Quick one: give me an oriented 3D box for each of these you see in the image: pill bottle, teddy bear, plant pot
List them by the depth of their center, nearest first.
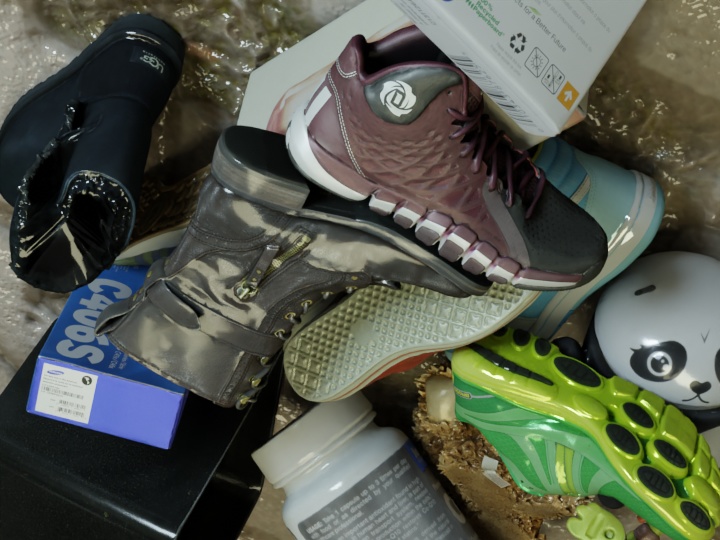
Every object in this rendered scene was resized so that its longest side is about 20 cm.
[{"bbox_3d":[0.103,0.134,1.236,0.145,0.067,0.200,-1,139,35],"label":"teddy bear"},{"bbox_3d":[0.013,0.189,1.237,0.114,0.114,0.200,-37,88,38],"label":"pill bottle"},{"bbox_3d":[-0.182,0.151,1.244,0.177,0.200,0.200,20,137,8],"label":"plant pot"}]

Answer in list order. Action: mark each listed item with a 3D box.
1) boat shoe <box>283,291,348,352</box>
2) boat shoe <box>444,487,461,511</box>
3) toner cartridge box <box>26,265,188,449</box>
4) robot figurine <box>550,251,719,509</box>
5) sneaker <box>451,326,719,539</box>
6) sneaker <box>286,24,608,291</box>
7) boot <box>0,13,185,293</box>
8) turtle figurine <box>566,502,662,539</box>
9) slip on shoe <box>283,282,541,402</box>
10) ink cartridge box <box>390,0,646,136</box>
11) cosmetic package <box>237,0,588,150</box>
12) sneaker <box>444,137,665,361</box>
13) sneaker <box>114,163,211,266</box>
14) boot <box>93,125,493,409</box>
[{"bbox_3d":[0.000,0.000,1.134,0.072,0.065,0.200,5,149,-22],"label":"boat shoe"},{"bbox_3d":[0.051,0.215,1.343,0.199,0.072,0.072,22,149,-10],"label":"boat shoe"},{"bbox_3d":[-0.152,0.042,1.111,0.095,0.200,0.043,16,113,-4],"label":"toner cartridge box"},{"bbox_3d":[0.205,0.080,1.122,0.125,0.150,0.200,40,144,26],"label":"robot figurine"},{"bbox_3d":[0.143,0.110,1.053,0.200,0.074,0.084,34,137,25],"label":"sneaker"},{"bbox_3d":[0.066,-0.068,0.917,0.199,0.076,0.116,23,131,-10],"label":"sneaker"},{"bbox_3d":[-0.191,-0.052,1.046,0.076,0.168,0.200,34,133,-22],"label":"boot"},{"bbox_3d":[0.170,0.232,1.246,0.200,0.064,0.161,-37,157,6],"label":"turtle figurine"},{"bbox_3d":[0.039,0.025,1.063,0.200,0.061,0.074,-31,79,31],"label":"slip on shoe"},{"bbox_3d":[0.084,-0.207,0.845,0.198,0.200,0.047,40,166,-28],"label":"ink cartridge box"},{"bbox_3d":[0.030,-0.106,1.000,0.200,0.087,0.103,-28,125,34],"label":"cosmetic package"},{"bbox_3d":[0.088,-0.018,1.086,0.130,0.080,0.200,29,124,-20],"label":"sneaker"},{"bbox_3d":[-0.104,-0.016,1.092,0.090,0.067,0.200,37,159,-23],"label":"sneaker"},{"bbox_3d":[-0.041,0.016,0.997,0.200,0.069,0.174,24,120,-11],"label":"boot"}]
